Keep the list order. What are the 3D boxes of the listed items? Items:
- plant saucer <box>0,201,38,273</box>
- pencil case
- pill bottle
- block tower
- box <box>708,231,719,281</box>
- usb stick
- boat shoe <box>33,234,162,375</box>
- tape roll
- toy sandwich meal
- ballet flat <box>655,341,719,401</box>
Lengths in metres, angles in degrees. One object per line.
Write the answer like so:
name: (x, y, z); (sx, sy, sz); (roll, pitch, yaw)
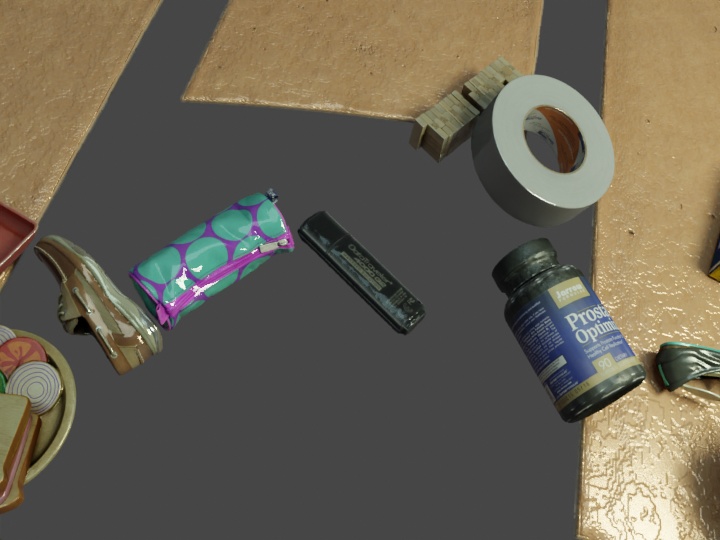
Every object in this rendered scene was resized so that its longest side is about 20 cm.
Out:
plant saucer: (-0.502, -0.013, 0.786); (0.196, 0.037, 0.202); (26, 61, 16)
pencil case: (-0.174, -0.014, 0.819); (0.198, 0.087, 0.092); (-35, 42, -23)
pill bottle: (0.242, 0.068, 0.822); (0.109, 0.113, 0.203); (-19, 66, -18)
block tower: (0.160, -0.238, 1.013); (0.199, 0.054, 0.058); (-38, 71, -24)
box: (0.562, -0.067, 0.972); (0.069, 0.065, 0.202); (28, 60, 7)
usb stick: (0.000, 0.000, 0.869); (0.199, 0.033, 0.055); (44, 57, 16)
boat shoe: (-0.312, 0.038, 0.778); (0.199, 0.076, 0.072); (40, 65, 16)
tape roll: (0.254, -0.167, 0.955); (0.194, 0.066, 0.206); (7, 68, -19)
toy sandwich meal: (-0.396, 0.146, 0.705); (0.198, 0.071, 0.211); (4, 61, -6)
ballet flat: (0.468, 0.131, 0.853); (0.193, 0.068, 0.070); (1, 70, 4)
